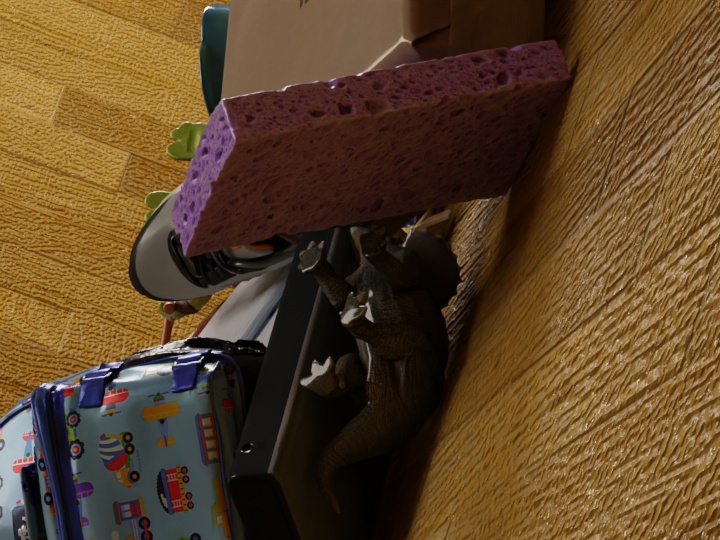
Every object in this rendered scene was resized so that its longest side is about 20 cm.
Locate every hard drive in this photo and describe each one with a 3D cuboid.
[{"bbox_3d":[-0.021,0.093,1.389,0.201,0.033,0.140,-76,-26,-48],"label":"hard drive"}]

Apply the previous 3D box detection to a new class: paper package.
[{"bbox_3d":[0.011,-0.130,1.456,0.200,0.103,0.192,-38,36,41],"label":"paper package"}]

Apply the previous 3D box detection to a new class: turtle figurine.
[{"bbox_3d":[-0.101,-0.028,1.757,0.201,0.064,0.161,-59,-21,-9],"label":"turtle figurine"}]

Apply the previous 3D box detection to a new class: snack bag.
[{"bbox_3d":[-0.086,0.061,1.571,0.189,0.021,0.200,-52,12,-21],"label":"snack bag"}]

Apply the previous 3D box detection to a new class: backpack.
[{"bbox_3d":[-0.137,0.135,1.399,0.134,0.199,0.184,9,-106,-71],"label":"backpack"}]

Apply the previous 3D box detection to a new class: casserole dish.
[{"bbox_3d":[-0.058,-0.122,1.745,0.200,0.039,0.122,12,-110,-71],"label":"casserole dish"}]

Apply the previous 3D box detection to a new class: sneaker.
[{"bbox_3d":[-0.082,-0.026,1.595,0.199,0.074,0.079,-24,12,38],"label":"sneaker"}]

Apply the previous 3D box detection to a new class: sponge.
[{"bbox_3d":[0.006,-0.064,1.300,0.030,0.199,0.112,66,151,24],"label":"sponge"}]

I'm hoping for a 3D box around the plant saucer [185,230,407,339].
[{"bbox_3d":[-0.043,0.044,1.689,0.199,0.038,0.200,-29,21,12],"label":"plant saucer"}]

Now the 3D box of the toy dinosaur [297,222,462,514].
[{"bbox_3d":[0.017,0.039,1.346,0.077,0.102,0.201,-27,48,31],"label":"toy dinosaur"}]

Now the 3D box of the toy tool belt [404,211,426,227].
[{"bbox_3d":[0.017,-0.081,1.702,0.201,0.124,0.123,-65,-33,-35],"label":"toy tool belt"}]

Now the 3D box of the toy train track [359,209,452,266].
[{"bbox_3d":[0.000,0.000,1.570,0.115,0.033,0.200,-38,9,16],"label":"toy train track"}]
